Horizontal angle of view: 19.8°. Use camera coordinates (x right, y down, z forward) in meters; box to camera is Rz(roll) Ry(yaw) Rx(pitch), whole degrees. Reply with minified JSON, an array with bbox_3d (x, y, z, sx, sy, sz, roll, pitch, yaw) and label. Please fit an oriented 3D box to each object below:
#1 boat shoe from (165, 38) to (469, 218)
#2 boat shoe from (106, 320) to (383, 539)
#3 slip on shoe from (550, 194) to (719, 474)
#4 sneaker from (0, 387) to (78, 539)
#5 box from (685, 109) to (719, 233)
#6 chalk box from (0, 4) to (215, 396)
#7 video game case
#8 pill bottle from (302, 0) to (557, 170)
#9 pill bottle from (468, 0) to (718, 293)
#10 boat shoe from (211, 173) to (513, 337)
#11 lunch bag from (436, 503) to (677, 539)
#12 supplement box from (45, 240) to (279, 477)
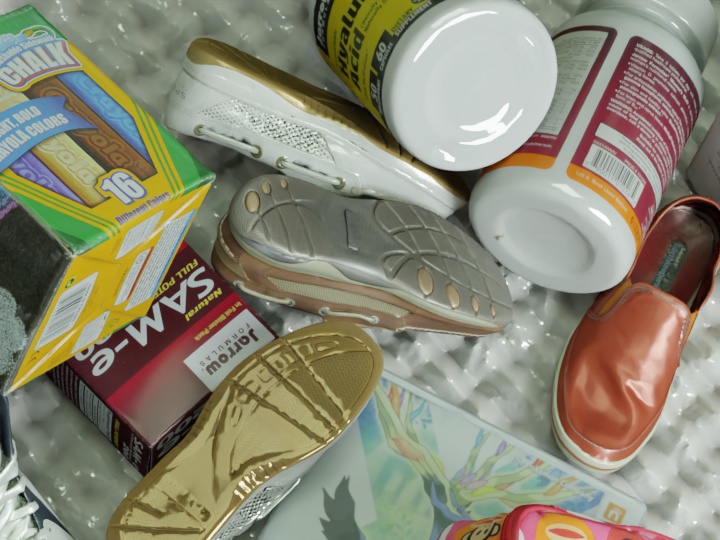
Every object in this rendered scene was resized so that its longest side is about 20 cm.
[{"bbox_3d":[-0.029,-0.074,1.300,0.199,0.071,0.070,26,105,-9],"label":"boat shoe"},{"bbox_3d":[-0.069,0.108,1.210,0.200,0.069,0.071,-41,76,-16],"label":"boat shoe"},{"bbox_3d":[0.175,0.034,1.279,0.074,0.061,0.201,28,66,5],"label":"slip on shoe"},{"bbox_3d":[-0.213,0.126,1.153,0.079,0.130,0.199,-32,72,-18],"label":"sneaker"},{"bbox_3d":[0.345,-0.042,1.295,0.198,0.131,0.201,-20,69,-15],"label":"box"},{"bbox_3d":[-0.206,-0.056,1.156,0.200,0.125,0.124,44,41,14],"label":"chalk box"},{"bbox_3d":[0.045,0.171,1.221,0.199,0.022,0.183,27,65,6],"label":"video game case"},{"bbox_3d":[0.033,-0.151,1.284,0.111,0.112,0.200,-18,32,-14],"label":"pill bottle"},{"bbox_3d":[0.153,-0.093,1.306,0.109,0.110,0.201,25,60,6],"label":"pill bottle"},{"bbox_3d":[0.000,0.000,1.266,0.199,0.072,0.076,20,47,-22],"label":"boat shoe"},{"bbox_3d":[0.126,0.228,1.125,0.199,0.082,0.177,19,62,-38],"label":"lunch bag"},{"bbox_3d":[-0.156,0.015,1.250,0.200,0.061,0.109,44,67,13],"label":"supplement box"}]
